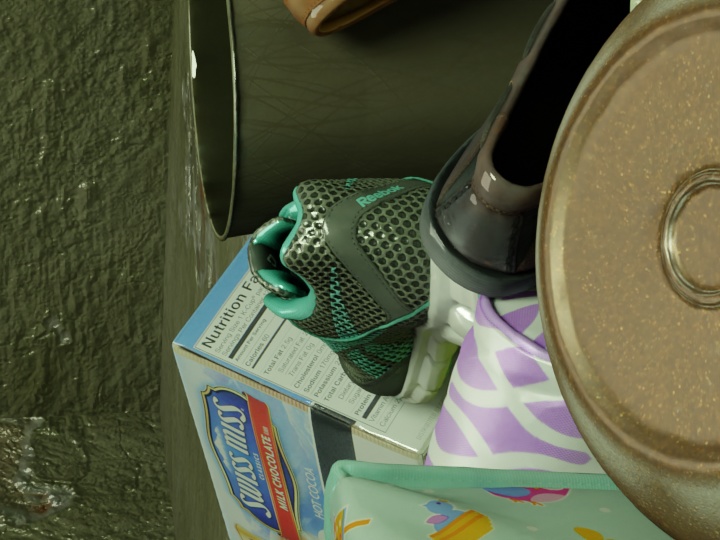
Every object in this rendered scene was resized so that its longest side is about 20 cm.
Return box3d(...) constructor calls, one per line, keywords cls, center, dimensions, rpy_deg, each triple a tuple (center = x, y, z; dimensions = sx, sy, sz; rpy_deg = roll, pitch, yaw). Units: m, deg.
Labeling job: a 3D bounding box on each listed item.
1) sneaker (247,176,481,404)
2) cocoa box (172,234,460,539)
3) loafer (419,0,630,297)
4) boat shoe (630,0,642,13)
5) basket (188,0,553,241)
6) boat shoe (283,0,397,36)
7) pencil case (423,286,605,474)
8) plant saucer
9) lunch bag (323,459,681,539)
box3d(cls="sneaker", center=(0.000, 0.000, 1.124), dimensions=(0.200, 0.091, 0.078), rpy_deg=(118, 163, -73))
box3d(cls="cocoa box", center=(0.015, 0.065, 1.322), dimensions=(0.134, 0.131, 0.200), rpy_deg=(-55, -26, -28))
box3d(cls="loafer", center=(0.093, -0.076, 1.024), dimensions=(0.200, 0.072, 0.063), rpy_deg=(-53, -7, -27))
box3d(cls="boat shoe", center=(0.138, -0.053, 0.938), dimensions=(0.074, 0.062, 0.201), rpy_deg=(-30, 64, 41))
box3d(cls="basket", center=(0.036, -0.087, 1.190), dimensions=(0.180, 0.199, 0.137), rpy_deg=(-115, 24, -71))
box3d(cls="boat shoe", center=(0.058, -0.142, 1.088), dimensions=(0.072, 0.199, 0.068), rpy_deg=(64, -173, -70))
box3d(cls="pencil case", center=(0.059, 0.097, 1.045), dimensions=(0.085, 0.084, 0.201), rpy_deg=(-33, -37, -62))
box3d(cls="plant saucer", center=(0.117, -0.009, 0.882), dimensions=(0.200, 0.037, 0.201), rpy_deg=(-7, 81, 47))
box3d(cls="lunch bag", center=(0.087, 0.150, 0.917), dimensions=(0.171, 0.199, 0.122), rpy_deg=(-109, 30, -59))
